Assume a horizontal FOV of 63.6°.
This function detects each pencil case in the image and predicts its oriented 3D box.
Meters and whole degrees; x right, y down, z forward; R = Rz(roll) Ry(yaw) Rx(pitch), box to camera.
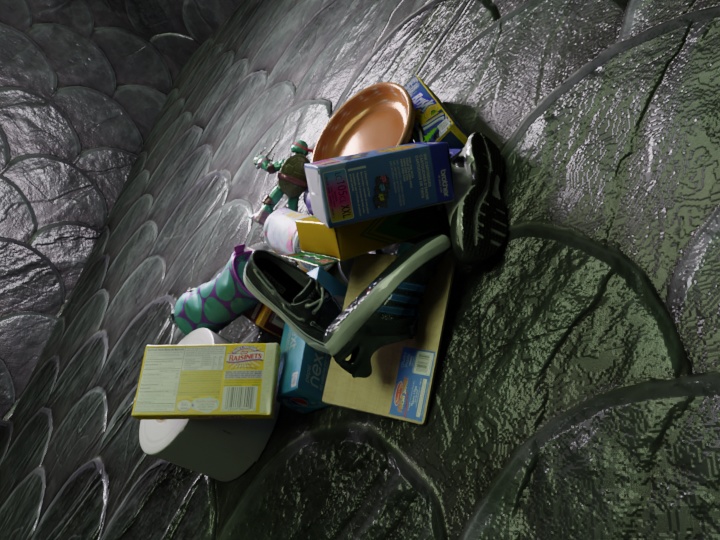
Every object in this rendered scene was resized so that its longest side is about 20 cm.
[{"bbox_3d":[-0.108,-0.055,1.029,0.082,0.093,0.199,-16,20,-22],"label":"pencil case"},{"bbox_3d":[-0.229,0.042,0.950,0.198,0.084,0.094,-31,84,37],"label":"pencil case"}]

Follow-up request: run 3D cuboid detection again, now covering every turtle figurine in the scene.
[{"bbox_3d":[-0.139,-0.180,1.127,0.101,0.147,0.204,-138,69,-73],"label":"turtle figurine"}]

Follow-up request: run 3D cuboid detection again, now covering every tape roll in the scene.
[{"bbox_3d":[-0.239,0.213,0.928,0.201,0.138,0.206,-34,38,31],"label":"tape roll"}]

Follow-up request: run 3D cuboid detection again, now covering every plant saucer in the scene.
[{"bbox_3d":[0.006,-0.198,0.904,0.197,0.037,0.204,-23,51,31],"label":"plant saucer"}]

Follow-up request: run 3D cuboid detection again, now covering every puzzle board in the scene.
[{"bbox_3d":[0.036,0.079,0.733,0.148,0.017,0.205,4,74,33],"label":"puzzle board"}]

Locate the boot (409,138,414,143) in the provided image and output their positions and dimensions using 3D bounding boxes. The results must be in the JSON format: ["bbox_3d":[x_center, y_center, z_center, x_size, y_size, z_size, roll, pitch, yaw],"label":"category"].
[{"bbox_3d":[0.012,-0.196,0.982,0.145,0.072,0.199,-53,44,-2],"label":"boot"}]

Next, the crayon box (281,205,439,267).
[{"bbox_3d":[-0.004,-0.060,0.811,0.197,0.052,0.126,-19,16,-29],"label":"crayon box"}]

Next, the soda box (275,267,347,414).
[{"bbox_3d":[-0.073,0.101,0.868,0.063,0.067,0.204,-24,44,38],"label":"soda box"}]

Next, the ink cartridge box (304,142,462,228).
[{"bbox_3d":[0.035,-0.118,0.753,0.195,0.078,0.136,-11,14,-11],"label":"ink cartridge box"}]

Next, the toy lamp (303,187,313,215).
[{"bbox_3d":[-0.071,-0.122,1.008,0.059,0.058,0.200,-54,14,3],"label":"toy lamp"}]

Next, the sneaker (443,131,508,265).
[{"bbox_3d":[0.141,-0.084,0.755,0.080,0.073,0.203,-38,30,46],"label":"sneaker"}]

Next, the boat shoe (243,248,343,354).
[{"bbox_3d":[-0.075,0.041,0.805,0.072,0.199,0.068,-50,-2,-32],"label":"boat shoe"}]

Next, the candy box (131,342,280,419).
[{"bbox_3d":[-0.212,0.154,0.810,0.195,0.027,0.104,-1,58,5],"label":"candy box"}]

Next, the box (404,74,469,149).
[{"bbox_3d":[0.112,-0.226,0.902,0.064,0.070,0.202,-43,35,20],"label":"box"}]

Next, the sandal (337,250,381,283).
[{"bbox_3d":[0.001,0.000,0.881,0.076,0.043,0.201,-47,34,15],"label":"sandal"}]

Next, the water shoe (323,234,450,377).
[{"bbox_3d":[0.044,0.042,0.700,0.199,0.079,0.071,-43,7,-8],"label":"water shoe"}]

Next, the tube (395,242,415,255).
[{"bbox_3d":[0.040,0.065,0.773,0.077,0.050,0.204,9,73,47],"label":"tube"}]

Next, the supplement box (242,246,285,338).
[{"bbox_3d":[-0.158,0.040,1.019,0.199,0.085,0.112,19,78,57],"label":"supplement box"}]
